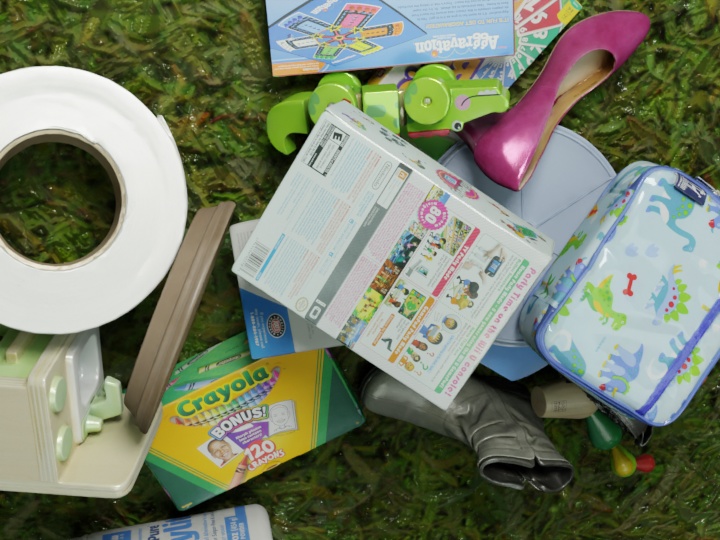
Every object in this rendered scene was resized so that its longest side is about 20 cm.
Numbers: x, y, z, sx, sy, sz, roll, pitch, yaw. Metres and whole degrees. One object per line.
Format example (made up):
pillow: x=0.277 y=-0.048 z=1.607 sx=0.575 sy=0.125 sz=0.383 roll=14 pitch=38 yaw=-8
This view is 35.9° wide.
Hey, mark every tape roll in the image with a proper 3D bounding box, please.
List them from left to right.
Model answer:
tape roll: x=-0.236 y=-0.054 z=0.860 sx=0.201 sy=0.071 sz=0.204 roll=0 pitch=92 yaw=-16

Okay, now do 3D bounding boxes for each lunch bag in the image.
lunch bag: x=0.248 y=0.020 z=0.949 sx=0.160 sy=0.082 sz=0.201 roll=35 pitch=92 yaw=-11

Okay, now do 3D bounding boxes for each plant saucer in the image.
plant saucer: x=-0.149 y=0.034 z=0.905 sx=0.029 sy=0.200 sz=0.201 roll=20 pitch=113 yaw=-6

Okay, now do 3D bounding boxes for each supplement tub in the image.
supplement tub: x=-0.180 y=0.308 z=1.084 sx=0.198 sy=0.132 sz=0.133 roll=-8 pitch=120 yaw=-10

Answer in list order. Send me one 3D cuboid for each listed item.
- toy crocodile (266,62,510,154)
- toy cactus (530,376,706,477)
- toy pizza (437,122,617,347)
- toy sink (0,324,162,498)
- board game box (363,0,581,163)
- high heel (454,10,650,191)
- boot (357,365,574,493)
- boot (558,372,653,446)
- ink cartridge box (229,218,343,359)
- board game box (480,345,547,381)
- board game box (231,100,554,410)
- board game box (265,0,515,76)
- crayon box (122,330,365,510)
toy crocodile: x=0.022 y=-0.129 z=0.895 sx=0.198 sy=0.068 sz=0.062 roll=-3 pitch=110 yaw=6
toy cactus: x=0.250 y=0.125 z=1.098 sx=0.164 sy=0.102 sz=0.201 roll=-7 pitch=122 yaw=-21
toy pizza: x=0.141 y=-0.033 z=0.987 sx=0.198 sy=0.032 sz=0.202 roll=-1 pitch=98 yaw=-6
toy sink: x=-0.275 y=0.098 z=0.916 sx=0.198 sy=0.131 sz=0.113 roll=4 pitch=119 yaw=5
board game box: x=0.085 y=-0.178 z=0.939 sx=0.095 sy=0.030 sz=0.200 roll=35 pitch=108 yaw=-27
high heel: x=0.177 y=-0.142 z=0.923 sx=0.199 sy=0.096 sz=0.068 roll=-29 pitch=144 yaw=-11
boot: x=0.104 y=0.148 z=1.062 sx=0.199 sy=0.131 sz=0.068 roll=12 pitch=115 yaw=-19
boot: x=0.248 y=0.038 z=1.018 sx=0.174 sy=0.069 sz=0.200 roll=-40 pitch=89 yaw=-3
ink cartridge box: x=0.000 y=0.000 z=0.936 sx=0.198 sy=0.067 sz=0.117 roll=-9 pitch=91 yaw=12
board game box: x=0.124 y=0.001 z=1.037 sx=0.199 sy=0.039 sz=0.159 roll=30 pitch=92 yaw=-21
board game box: x=0.025 y=-0.012 z=0.852 sx=0.199 sy=0.064 sz=0.148 roll=34 pitch=108 yaw=2
board game box: x=0.024 y=-0.215 z=0.887 sx=0.198 sy=0.019 sz=0.104 roll=-5 pitch=112 yaw=-2
crayon box: x=-0.110 y=0.128 z=1.043 sx=0.199 sy=0.058 sz=0.119 roll=-26 pitch=121 yaw=2
